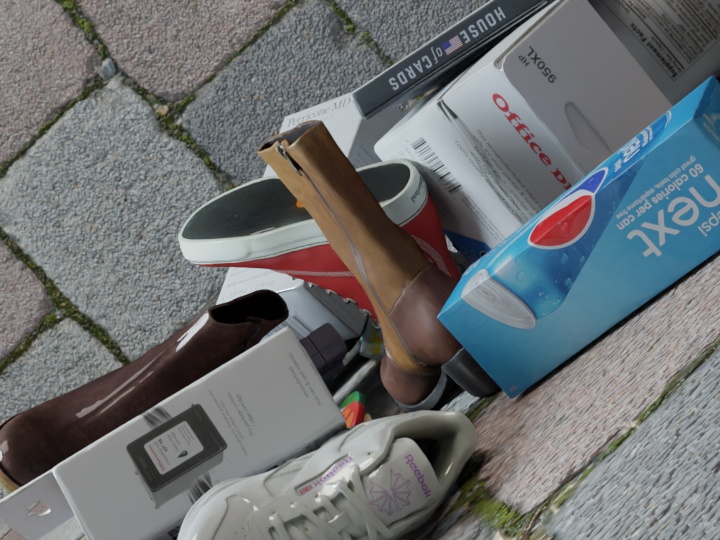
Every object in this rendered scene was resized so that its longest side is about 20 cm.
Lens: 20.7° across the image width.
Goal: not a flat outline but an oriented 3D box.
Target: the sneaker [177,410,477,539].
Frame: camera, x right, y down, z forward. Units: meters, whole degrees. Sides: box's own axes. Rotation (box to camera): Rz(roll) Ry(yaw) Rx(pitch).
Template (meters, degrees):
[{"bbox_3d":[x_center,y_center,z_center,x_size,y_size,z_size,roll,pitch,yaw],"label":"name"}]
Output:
[{"bbox_3d":[-0.018,0.124,1.042,0.199,0.075,0.099,-33,4,-40],"label":"sneaker"}]

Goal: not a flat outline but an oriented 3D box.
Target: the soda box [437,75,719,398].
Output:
[{"bbox_3d":[0.138,-0.016,1.096,0.200,0.068,0.064,-39,7,32],"label":"soda box"}]

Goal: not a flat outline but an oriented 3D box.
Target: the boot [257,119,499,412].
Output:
[{"bbox_3d":[0.000,0.000,1.248,0.068,0.200,0.188,-45,7,-10],"label":"boot"}]

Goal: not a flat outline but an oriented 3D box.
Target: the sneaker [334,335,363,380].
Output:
[{"bbox_3d":[-0.048,0.083,1.659,0.200,0.078,0.091,-41,-9,-7],"label":"sneaker"}]

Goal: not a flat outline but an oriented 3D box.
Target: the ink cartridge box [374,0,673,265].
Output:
[{"bbox_3d":[0.114,-0.074,1.262,0.084,0.145,0.200,-43,6,-23],"label":"ink cartridge box"}]

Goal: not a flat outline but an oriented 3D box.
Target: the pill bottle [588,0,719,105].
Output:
[{"bbox_3d":[0.223,-0.183,1.428,0.200,0.113,0.113,-42,7,7],"label":"pill bottle"}]

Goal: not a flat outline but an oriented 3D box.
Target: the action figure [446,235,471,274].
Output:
[{"bbox_3d":[0.116,-0.052,1.462,0.130,0.069,0.200,-37,11,26],"label":"action figure"}]

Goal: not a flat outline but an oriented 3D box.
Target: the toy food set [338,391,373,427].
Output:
[{"bbox_3d":[-0.063,0.157,1.312,0.200,0.049,0.198,-49,8,-39],"label":"toy food set"}]

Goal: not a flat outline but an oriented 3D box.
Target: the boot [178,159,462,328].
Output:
[{"bbox_3d":[-0.021,0.005,1.363,0.198,0.145,0.073,-5,40,31],"label":"boot"}]

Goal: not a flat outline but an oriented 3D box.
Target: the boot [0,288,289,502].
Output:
[{"bbox_3d":[-0.154,0.077,1.357,0.166,0.073,0.199,-46,-18,30],"label":"boot"}]

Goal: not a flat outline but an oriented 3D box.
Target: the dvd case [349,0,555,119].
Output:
[{"bbox_3d":[0.086,-0.163,1.341,0.150,0.025,0.200,-32,1,22],"label":"dvd case"}]

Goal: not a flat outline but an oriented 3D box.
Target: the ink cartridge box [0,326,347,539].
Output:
[{"bbox_3d":[-0.105,0.124,1.152,0.199,0.067,0.116,-31,-16,-6],"label":"ink cartridge box"}]

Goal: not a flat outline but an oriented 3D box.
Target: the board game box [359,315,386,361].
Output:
[{"bbox_3d":[0.044,-0.020,1.522,0.200,0.034,0.136,-62,-14,-73],"label":"board game box"}]

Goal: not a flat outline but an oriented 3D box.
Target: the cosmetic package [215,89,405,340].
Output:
[{"bbox_3d":[-0.030,-0.037,1.498,0.101,0.074,0.201,-17,44,38],"label":"cosmetic package"}]

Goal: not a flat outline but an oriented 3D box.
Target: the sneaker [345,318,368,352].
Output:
[{"bbox_3d":[-0.075,0.053,1.540,0.199,0.090,0.079,-31,-12,-11],"label":"sneaker"}]

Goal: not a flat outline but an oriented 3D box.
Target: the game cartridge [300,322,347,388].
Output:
[{"bbox_3d":[-0.077,0.113,1.465,0.129,0.038,0.200,-38,-10,-18],"label":"game cartridge"}]
